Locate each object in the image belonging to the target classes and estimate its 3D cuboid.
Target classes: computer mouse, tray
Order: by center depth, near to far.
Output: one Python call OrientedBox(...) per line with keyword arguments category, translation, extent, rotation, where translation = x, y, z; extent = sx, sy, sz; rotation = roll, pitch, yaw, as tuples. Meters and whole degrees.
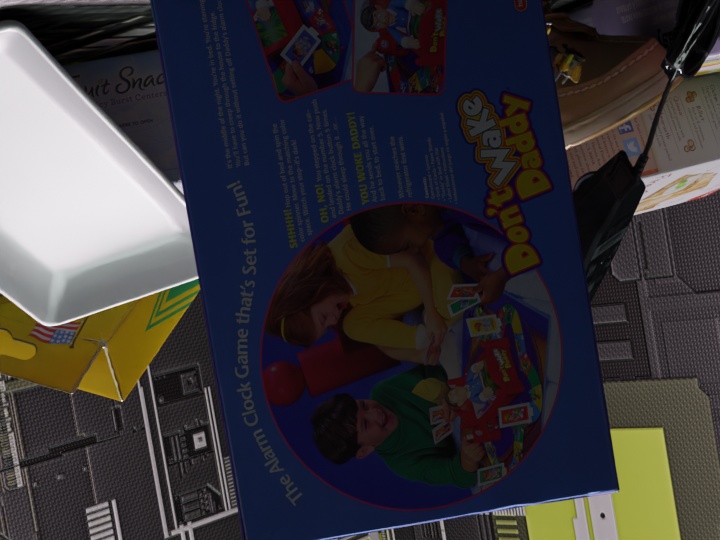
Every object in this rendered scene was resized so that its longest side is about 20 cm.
OrientedBox(category="tray", translation=(-0.138, -0.038, 0.614), extent=(0.106, 0.022, 0.200), rotation=(-17, 150, 13))
OrientedBox(category="computer mouse", translation=(0.119, -0.060, 0.659), extent=(0.034, 0.201, 0.059), rotation=(30, -158, 18))

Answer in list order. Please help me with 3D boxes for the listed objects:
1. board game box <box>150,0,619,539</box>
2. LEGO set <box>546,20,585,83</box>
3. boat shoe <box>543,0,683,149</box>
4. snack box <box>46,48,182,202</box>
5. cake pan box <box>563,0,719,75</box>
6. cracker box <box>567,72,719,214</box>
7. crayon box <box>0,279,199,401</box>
OrientedBox(category="board game box", translation=(0.008, -0.013, 0.518), extent=(0.133, 0.202, 0.045), rotation=(-9, -177, 0))
OrientedBox(category="LEGO set", translation=(0.045, -0.040, 0.635), extent=(0.154, 0.116, 0.200), rotation=(-55, 166, 10))
OrientedBox(category="boat shoe", translation=(0.084, -0.104, 0.761), extent=(0.073, 0.070, 0.199), rotation=(-34, -164, -25))
OrientedBox(category="snack box", translation=(-0.104, -0.071, 0.747), extent=(0.167, 0.068, 0.200), rotation=(-10, -176, -1))
OrientedBox(category="cake pan box", translation=(0.220, -0.139, 0.779), extent=(0.182, 0.053, 0.200), rotation=(-13, -176, -18))
OrientedBox(category="cracker box", translation=(0.172, -0.071, 0.922), extent=(0.198, 0.058, 0.134), rotation=(-15, 171, -24))
OrientedBox(category="crayon box", translation=(-0.162, -0.002, 0.851), extent=(0.126, 0.051, 0.201), rotation=(14, -132, 22))
